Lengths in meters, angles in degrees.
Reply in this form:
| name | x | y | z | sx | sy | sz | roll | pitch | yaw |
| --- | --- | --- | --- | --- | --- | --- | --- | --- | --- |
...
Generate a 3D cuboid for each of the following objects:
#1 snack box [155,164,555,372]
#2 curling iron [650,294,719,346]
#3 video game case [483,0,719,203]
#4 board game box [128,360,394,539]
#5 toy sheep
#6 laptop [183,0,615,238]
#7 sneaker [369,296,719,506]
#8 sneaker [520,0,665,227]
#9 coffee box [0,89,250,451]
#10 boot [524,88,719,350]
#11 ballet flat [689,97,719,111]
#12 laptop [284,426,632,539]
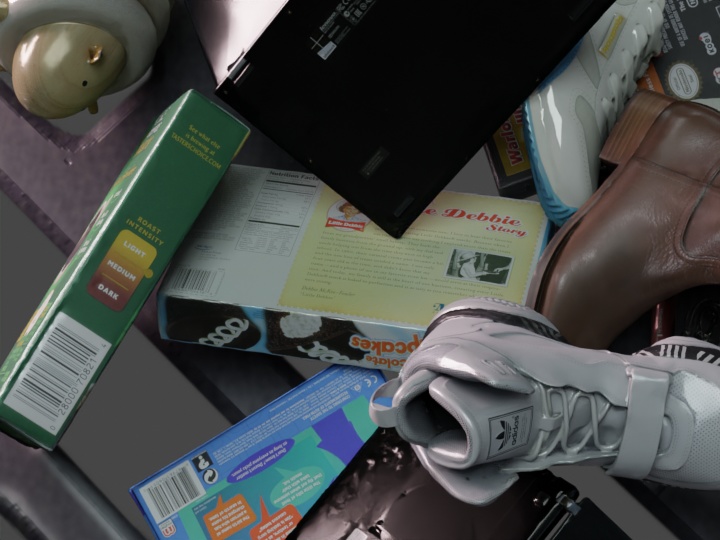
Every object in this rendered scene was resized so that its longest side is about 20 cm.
| name | x | y | z | sx | sy | sz | roll | pitch | yaw |
| --- | --- | --- | --- | --- | --- | --- | --- | --- | --- |
| snack box | 0.000 | 0.000 | 1.023 | 0.198 | 0.037 | 0.117 | 8 | 43 | 12 |
| curling iron | 0.182 | -0.026 | 1.038 | 0.049 | 0.026 | 0.202 | 7 | 63 | -11 |
| video game case | 0.137 | -0.155 | 1.083 | 0.179 | 0.026 | 0.202 | -19 | 63 | 5 |
| board game box | -0.009 | 0.162 | 0.978 | 0.151 | 0.045 | 0.201 | -30 | 66 | -5 |
| toy sheep | -0.172 | -0.176 | 1.098 | 0.136 | 0.138 | 0.202 | -3 | 62 | 8 |
| laptop | 0.008 | -0.163 | 1.000 | 0.199 | 0.116 | 0.187 | 38 | 118 | -9 |
| sneaker | 0.102 | 0.073 | 0.876 | 0.198 | 0.115 | 0.076 | 16 | 112 | 23 |
| sneaker | 0.125 | -0.120 | 1.014 | 0.080 | 0.077 | 0.202 | 1 | 70 | 7 |
| coffee box | -0.136 | 0.002 | 1.015 | 0.044 | 0.123 | 0.201 | 32 | 78 | -11 |
| boot | 0.190 | 0.015 | 0.921 | 0.199 | 0.064 | 0.188 | 23 | 89 | 33 |
| ballet flat | 0.239 | -0.052 | 0.994 | 0.198 | 0.070 | 0.070 | 10 | 69 | 1 |
| laptop | 0.053 | 0.188 | 0.930 | 0.178 | 0.104 | 0.199 | -49 | 44 | -12 |
